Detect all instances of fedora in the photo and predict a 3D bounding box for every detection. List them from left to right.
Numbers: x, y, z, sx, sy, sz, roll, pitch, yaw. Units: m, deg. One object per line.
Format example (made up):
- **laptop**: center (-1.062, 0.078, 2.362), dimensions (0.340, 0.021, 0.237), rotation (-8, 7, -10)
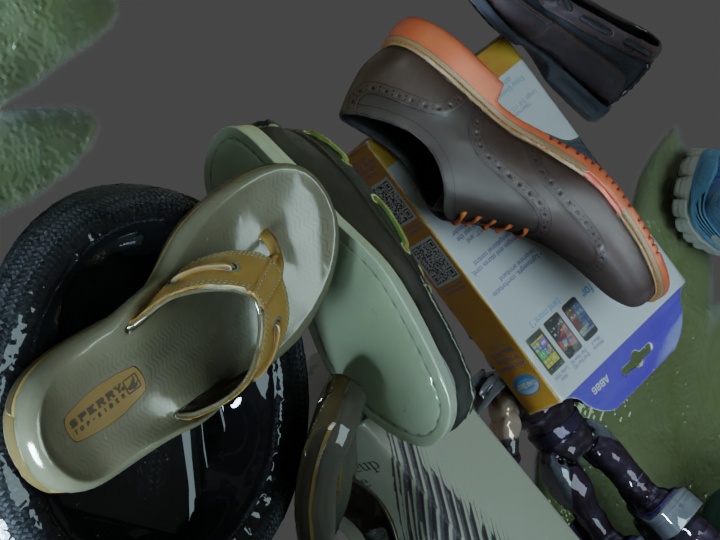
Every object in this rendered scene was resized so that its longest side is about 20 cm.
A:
- **fedora**: center (-0.117, 0.063, 0.865), dimensions (0.200, 0.091, 0.202), rotation (5, 81, -36)

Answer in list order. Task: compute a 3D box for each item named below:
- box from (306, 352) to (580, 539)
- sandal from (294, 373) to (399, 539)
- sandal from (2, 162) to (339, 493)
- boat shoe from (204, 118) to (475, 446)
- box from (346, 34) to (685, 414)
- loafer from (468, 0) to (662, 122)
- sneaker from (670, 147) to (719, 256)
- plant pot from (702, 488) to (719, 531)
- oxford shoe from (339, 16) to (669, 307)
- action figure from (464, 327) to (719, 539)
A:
- **box**: center (0.044, 0.129, 0.983), dimensions (0.200, 0.082, 0.069), rotation (49, 49, -24)
- **sandal**: center (-0.004, 0.135, 0.910), dimensions (0.082, 0.054, 0.201), rotation (-76, 174, -53)
- **sandal**: center (-0.071, 0.026, 0.810), dimensions (0.200, 0.054, 0.081), rotation (-42, 109, -33)
- **boat shoe**: center (0.000, 0.000, 0.913), dimensions (0.060, 0.072, 0.202), rotation (-11, 55, -43)
- **box**: center (0.093, -0.017, 1.021), dimensions (0.119, 0.041, 0.200), rotation (-39, 96, -30)
- **loafer**: center (0.101, -0.156, 1.016), dimensions (0.063, 0.072, 0.200), rotation (-36, 139, 15)
- **sneaker**: center (0.288, -0.015, 1.163), dimensions (0.199, 0.090, 0.079), rotation (25, 75, -34)
- **plant pot**: center (0.259, 0.232, 1.091), dimensions (0.200, 0.199, 0.189), rotation (31, 57, -32)
- **oxford shoe**: center (0.074, -0.040, 0.964), dimensions (0.200, 0.071, 0.073), rotation (41, 71, 0)
- **action figure**: center (0.120, 0.104, 1.056), dimensions (0.130, 0.069, 0.201), rotation (-38, 96, -23)
